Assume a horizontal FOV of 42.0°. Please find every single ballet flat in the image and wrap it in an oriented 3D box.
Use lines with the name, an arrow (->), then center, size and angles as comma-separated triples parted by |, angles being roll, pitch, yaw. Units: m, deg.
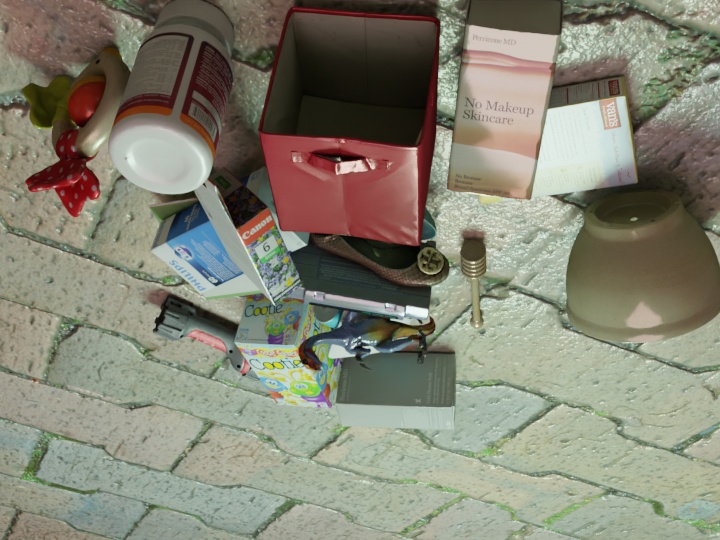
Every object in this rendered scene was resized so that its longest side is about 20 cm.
ballet flat -> 0.024, -0.032, 1.239 | 0.197, 0.068, 0.047 | 20, 148, 11

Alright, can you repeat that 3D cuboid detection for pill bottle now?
pill bottle -> -0.196, -0.191, 1.008 | 0.108, 0.202, 0.110 | 4, 144, 3

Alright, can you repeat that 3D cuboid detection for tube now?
tube -> 0.008, 0.086, 1.470 | 0.077, 0.051, 0.199 | -15, 152, 35

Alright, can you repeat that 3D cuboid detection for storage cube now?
storage cube -> -0.003, -0.156, 1.029 | 0.168, 0.203, 0.181 | 6, 149, 7

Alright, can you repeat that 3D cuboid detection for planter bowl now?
planter bowl -> 0.349, -0.020, 1.174 | 0.197, 0.201, 0.137 | -6, 115, 18

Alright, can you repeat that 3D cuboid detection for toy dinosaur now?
toy dinosaur -> 0.007, 0.107, 1.363 | 0.179, 0.107, 0.200 | -14, 158, 15

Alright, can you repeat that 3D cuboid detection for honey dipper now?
honey dipper -> 0.167, 0.029, 1.380 | 0.037, 0.038, 0.201 | 1, 146, 8

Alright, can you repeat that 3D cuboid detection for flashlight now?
flashlight -> -0.243, 0.118, 1.542 | 0.198, 0.068, 0.068 | 24, 136, -23

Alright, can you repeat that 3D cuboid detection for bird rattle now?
bird rattle -> -0.324, -0.173, 1.077 | 0.112, 0.201, 0.163 | 33, 113, -31

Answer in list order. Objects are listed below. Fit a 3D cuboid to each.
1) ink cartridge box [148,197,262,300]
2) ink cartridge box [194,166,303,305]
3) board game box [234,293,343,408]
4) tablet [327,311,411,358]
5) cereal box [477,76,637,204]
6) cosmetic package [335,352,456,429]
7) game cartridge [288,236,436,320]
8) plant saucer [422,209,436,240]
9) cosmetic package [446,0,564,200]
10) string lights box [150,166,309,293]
ink cartridge box -> -0.193, -0.044, 1.335 | 0.143, 0.048, 0.201 | -7, 134, 18
ink cartridge box -> -0.140, -0.062, 1.094 | 0.050, 0.109, 0.201 | -36, 137, -15
board game box -> -0.108, 0.123, 1.481 | 0.103, 0.104, 0.201 | 1, 145, 19
tablet -> 0.031, 0.062, 1.401 | 0.128, 0.014, 0.201 | -6, 141, -25
cereal box -> 0.225, -0.151, 1.123 | 0.197, 0.040, 0.145 | -7, 140, 18
cosmetic package -> 0.061, 0.200, 1.567 | 0.196, 0.108, 0.091 | 1, 144, 6
game cartridge -> 0.000, 0.000, 1.265 | 0.197, 0.131, 0.039 | 10, 143, 2
plant saucer -> 0.007, -0.087, 1.198 | 0.197, 0.028, 0.200 | 18, 172, 3
cosmetic package -> 0.153, -0.186, 1.010 | 0.102, 0.088, 0.202 | 7, 130, 7
string lights box -> -0.172, -0.049, 1.246 | 0.198, 0.060, 0.103 | -22, 130, 31
